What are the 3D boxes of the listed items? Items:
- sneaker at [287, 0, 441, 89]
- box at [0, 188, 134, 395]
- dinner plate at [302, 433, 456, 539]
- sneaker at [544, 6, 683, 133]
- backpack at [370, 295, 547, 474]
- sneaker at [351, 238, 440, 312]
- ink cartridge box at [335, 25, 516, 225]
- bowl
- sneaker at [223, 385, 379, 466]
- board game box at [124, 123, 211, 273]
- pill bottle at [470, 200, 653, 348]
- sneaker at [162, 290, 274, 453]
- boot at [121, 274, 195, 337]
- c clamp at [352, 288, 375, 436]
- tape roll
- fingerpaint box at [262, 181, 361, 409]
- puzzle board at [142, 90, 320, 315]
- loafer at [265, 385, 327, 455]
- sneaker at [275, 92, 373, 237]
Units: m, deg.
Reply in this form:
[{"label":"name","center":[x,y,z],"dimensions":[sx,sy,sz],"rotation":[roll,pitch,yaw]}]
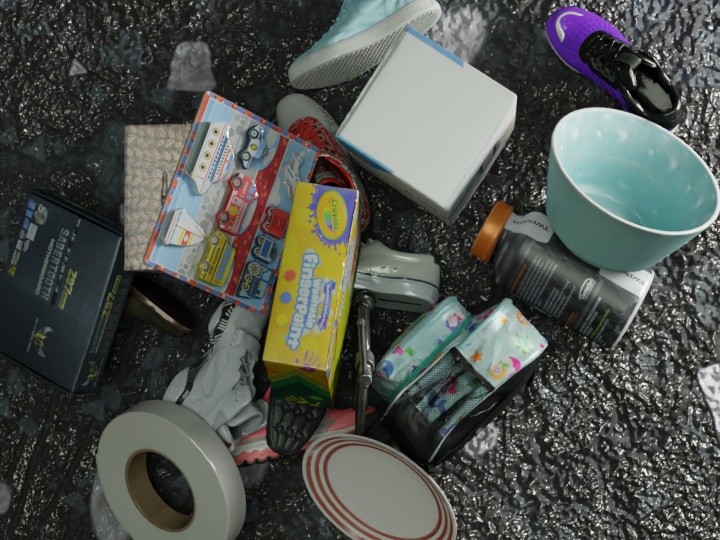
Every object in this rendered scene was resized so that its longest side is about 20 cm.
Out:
[{"label":"sneaker","center":[-0.005,-0.289,1.602],"dimensions":[0.199,0.074,0.082],"rotation":[-27,70,0]},{"label":"box","center":[-0.350,0.024,1.576],"dimensions":[0.157,0.051,0.202],"rotation":[25,100,27]},{"label":"dinner plate","center":[0.023,0.257,1.538],"dimensions":[0.199,0.201,0.024],"rotation":[33,50,7]},{"label":"sneaker","center":[0.299,-0.239,1.543],"dimensions":[0.200,0.100,0.070],"rotation":[43,90,5]},{"label":"backpack","center":[0.110,0.115,1.515],"dimensions":[0.199,0.178,0.151],"rotation":[-36,82,-9]},{"label":"sneaker","center":[0.000,0.000,1.593],"dimensions":[0.198,0.073,0.071],"rotation":[10,64,7]},{"label":"ink cartridge box","center":[0.079,-0.157,1.515],"dimensions":[0.146,0.200,0.147],"rotation":[34,90,6]},{"label":"bowl","center":[0.284,-0.076,1.482],"dimensions":[0.200,0.201,0.105],"rotation":[30,132,6]},{"label":"sneaker","center":[-0.078,0.174,1.586],"dimensions":[0.198,0.074,0.088],"rotation":[-13,81,4]},{"label":"board game box","center":[-0.199,-0.076,1.544],"dimensions":[0.096,0.200,0.161],"rotation":[0,87,6]},{"label":"pill bottle","center":[0.227,-0.003,1.540],"dimensions":[0.199,0.106,0.107],"rotation":[30,91,6]},{"label":"sneaker","center":[-0.138,0.116,1.566],"dimensions":[0.114,0.075,0.201],"rotation":[28,79,33]},{"label":"boot","center":[-0.295,0.049,1.621],"dimensions":[0.199,0.075,0.097],"rotation":[33,101,16]},{"label":"c clamp","center":[0.005,0.090,1.507],"dimensions":[0.027,0.200,0.172],"rotation":[1,114,-1]},{"label":"tape roll","center":[-0.223,0.248,1.562],"dimensions":[0.201,0.037,0.205],"rotation":[15,119,29]},{"label":"fingerpaint box","center":[-0.050,0.030,1.456],"dimensions":[0.073,0.167,0.202],"rotation":[9,72,4]},{"label":"puzzle board","center":[-0.135,-0.072,1.447],"dimensions":[0.150,0.017,0.202],"rotation":[25,75,-28]},{"label":"loafer","center":[-0.067,0.123,1.559],"dimensions":[0.068,0.070,0.202],"rotation":[22,64,-13]},{"label":"sneaker","center":[-0.048,-0.136,1.564],"dimensions":[0.067,0.108,0.203],"rotation":[-27,75,3]}]
